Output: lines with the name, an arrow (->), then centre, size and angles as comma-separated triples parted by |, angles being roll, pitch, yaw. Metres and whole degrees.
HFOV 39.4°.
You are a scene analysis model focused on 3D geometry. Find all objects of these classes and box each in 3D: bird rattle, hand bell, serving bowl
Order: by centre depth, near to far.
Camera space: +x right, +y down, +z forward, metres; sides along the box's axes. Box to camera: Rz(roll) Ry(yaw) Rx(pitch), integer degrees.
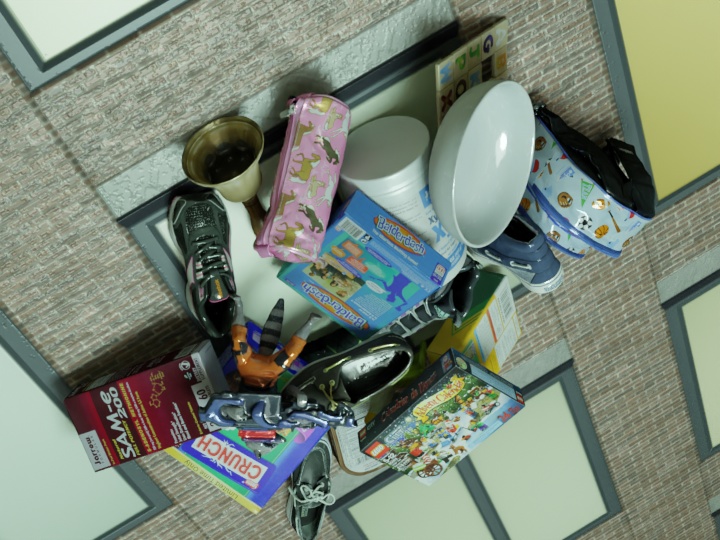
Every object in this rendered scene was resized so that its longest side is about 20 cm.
serving bowl -> 0.138, -0.133, 1.217 | 0.199, 0.065, 0.203 | -30, 128, -47
hand bell -> -0.135, -0.084, 1.244 | 0.103, 0.105, 0.201 | -29, 141, -3
bird rattle -> 0.065, 0.195, 1.491 | 0.164, 0.111, 0.201 | -61, 142, -26

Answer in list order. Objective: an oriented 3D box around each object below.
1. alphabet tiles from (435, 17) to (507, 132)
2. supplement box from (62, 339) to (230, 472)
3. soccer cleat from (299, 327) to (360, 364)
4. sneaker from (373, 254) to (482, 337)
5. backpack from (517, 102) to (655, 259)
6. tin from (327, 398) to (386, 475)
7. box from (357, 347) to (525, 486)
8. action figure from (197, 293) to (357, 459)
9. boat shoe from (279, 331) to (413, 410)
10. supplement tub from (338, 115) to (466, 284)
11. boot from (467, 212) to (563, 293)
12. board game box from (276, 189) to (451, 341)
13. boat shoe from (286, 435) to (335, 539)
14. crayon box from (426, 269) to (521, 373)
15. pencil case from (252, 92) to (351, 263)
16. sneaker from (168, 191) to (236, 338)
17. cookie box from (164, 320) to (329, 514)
alphabet tiles -> 0.144, -0.193, 1.265 | 0.167, 0.007, 0.202 | -40, 136, -41
supplement box -> -0.271, 0.176, 1.306 | 0.197, 0.061, 0.110 | -20, 100, 11
soccer cleat -> -0.085, 0.136, 1.426 | 0.199, 0.068, 0.081 | -39, 117, 5
sneaker -> 0.091, 0.053, 1.376 | 0.077, 0.140, 0.201 | 30, 97, -39
backpack -> 0.291, -0.105, 1.345 | 0.198, 0.191, 0.155 | 16, 116, -33
tin -> 0.004, 0.238, 1.556 | 0.111, 0.042, 0.202 | -24, 130, -14
box -> 0.109, 0.206, 1.385 | 0.136, 0.038, 0.200 | 30, 120, -28
action figure -> -0.098, 0.141, 1.262 | 0.197, 0.105, 0.197 | 11, 97, -9
boat shoe -> -0.023, 0.144, 1.304 | 0.199, 0.061, 0.072 | -30, 103, -5
supplement tub -> 0.055, -0.080, 1.292 | 0.131, 0.132, 0.201 | -27, 131, -4
boot -> 0.190, -0.051, 1.334 | 0.073, 0.200, 0.091 | -40, 129, -12
board game box -> 0.000, 0.000, 1.275 | 0.151, 0.045, 0.200 | 37, 143, -11
boat shoe -> -0.078, 0.342, 1.568 | 0.073, 0.068, 0.202 | -1, 123, -24
crayon box -> 0.161, 0.115, 1.464 | 0.201, 0.051, 0.127 | -53, 139, -32
pencil case -> -0.069, -0.107, 1.193 | 0.085, 0.083, 0.203 | 12, 85, -8
sneaker -> -0.185, -0.003, 1.263 | 0.079, 0.087, 0.202 | -18, 127, -14
cookie box -> -0.148, 0.203, 1.379 | 0.170, 0.075, 0.201 | 37, 104, -13
